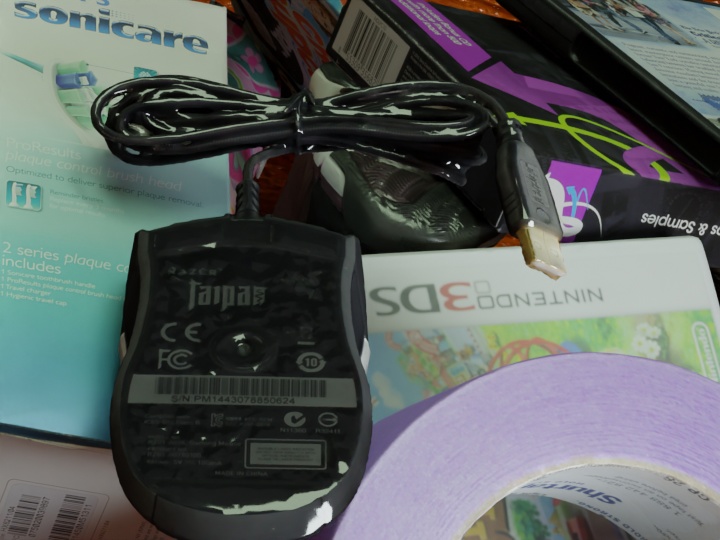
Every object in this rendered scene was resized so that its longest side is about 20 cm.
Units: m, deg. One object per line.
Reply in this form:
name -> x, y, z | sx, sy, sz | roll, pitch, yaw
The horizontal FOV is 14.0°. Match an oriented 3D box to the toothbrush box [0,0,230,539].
toothbrush box -> -0.101, 0.022, 0.962 | 0.085, 0.146, 0.200 | 11, 47, -15

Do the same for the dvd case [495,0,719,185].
dvd case -> 0.156, -0.055, 1.094 | 0.143, 0.018, 0.200 | 5, 28, -38

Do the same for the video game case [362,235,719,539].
video game case -> 0.054, 0.086, 0.956 | 0.182, 0.022, 0.200 | -4, 68, -24

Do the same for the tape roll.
tape roll -> 0.065, 0.128, 0.884 | 0.200, 0.200, 0.066 | 7, -14, -22

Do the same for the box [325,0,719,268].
box -> 0.104, -0.048, 1.098 | 0.200, 0.036, 0.143 | 10, 24, -34

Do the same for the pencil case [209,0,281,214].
pencil case -> -0.079, -0.040, 1.207 | 0.087, 0.088, 0.200 | 17, 26, -3

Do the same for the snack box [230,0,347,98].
snack box -> -0.014, -0.103, 1.250 | 0.037, 0.200, 0.116 | -38, 65, -10

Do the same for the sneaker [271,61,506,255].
sneaker -> 0.000, 0.000, 1.097 | 0.076, 0.116, 0.200 | 20, 14, -8

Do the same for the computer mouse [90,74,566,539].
computer mouse -> -0.006, 0.016, 0.867 | 0.140, 0.046, 0.200 | -2, 42, -6

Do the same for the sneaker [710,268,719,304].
sneaker -> 0.193, -0.012, 1.225 | 0.067, 0.090, 0.200 | 31, -2, 22
